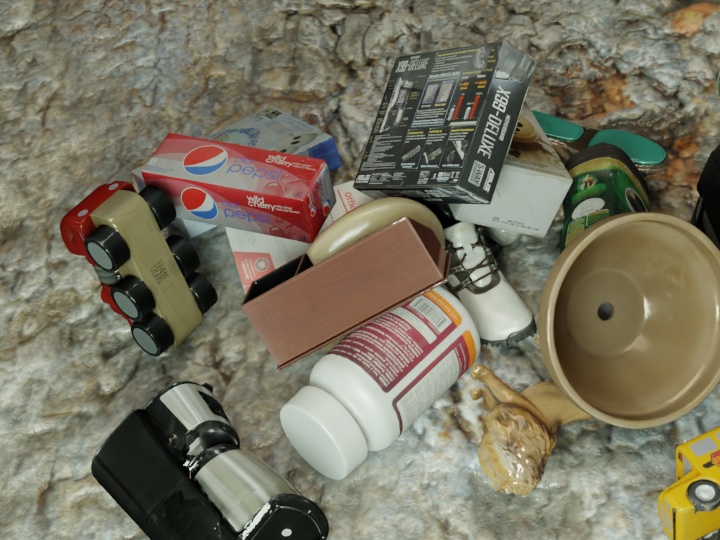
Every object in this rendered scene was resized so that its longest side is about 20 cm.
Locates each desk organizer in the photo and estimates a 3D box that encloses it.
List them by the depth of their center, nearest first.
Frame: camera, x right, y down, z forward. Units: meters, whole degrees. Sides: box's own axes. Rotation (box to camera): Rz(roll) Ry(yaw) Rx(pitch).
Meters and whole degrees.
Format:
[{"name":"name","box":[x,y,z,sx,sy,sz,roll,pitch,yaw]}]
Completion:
[{"name":"desk organizer","box":[-0.015,0.012,1.457,0.199,0.077,0.072,-28,16,16]}]

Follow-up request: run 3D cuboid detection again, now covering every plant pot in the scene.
[{"name":"plant pot","box":[0.253,0.044,1.406,0.199,0.203,0.093,-23,10,-13]}]

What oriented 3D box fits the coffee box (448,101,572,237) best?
[{"name":"coffee box","box":[0.139,-0.134,1.611,0.112,0.080,0.201,10,34,-24]}]

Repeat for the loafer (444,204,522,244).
[{"name":"loafer","box":[0.106,-0.091,1.674,0.200,0.070,0.070,42,42,24]}]

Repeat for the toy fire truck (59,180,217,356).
[{"name":"toy fire truck","box":[-0.264,-0.021,1.611,0.199,0.177,0.129,12,47,43]}]

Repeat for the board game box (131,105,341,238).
[{"name":"board game box","box":[-0.149,-0.120,1.726,0.197,0.044,0.200,-26,25,-15]}]

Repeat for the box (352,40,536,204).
[{"name":"box","box":[0.084,-0.151,1.538,0.199,0.049,0.159,3,71,57]}]

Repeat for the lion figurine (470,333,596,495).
[{"name":"lion figurine","box":[0.183,0.131,1.424,0.199,0.073,0.123,-28,55,-24]}]

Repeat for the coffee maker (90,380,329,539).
[{"name":"coffee maker","box":[-0.160,0.225,1.351,0.191,0.136,0.200,-33,47,-21]}]

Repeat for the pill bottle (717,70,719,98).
[{"name":"pill bottle","box":[0.467,-0.158,1.629,0.112,0.114,0.201,-6,44,5]}]

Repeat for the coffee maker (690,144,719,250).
[{"name":"coffee maker","box":[0.410,-0.037,1.449,0.133,0.193,0.201,-16,42,6]}]

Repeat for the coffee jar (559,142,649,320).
[{"name":"coffee jar","box":[0.258,-0.038,1.554,0.085,0.104,0.201,-22,37,28]}]

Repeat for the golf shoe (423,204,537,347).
[{"name":"golf shoe","box":[0.113,0.001,1.554,0.077,0.095,0.200,-27,47,-21]}]

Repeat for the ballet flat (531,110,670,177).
[{"name":"ballet flat","box":[0.260,-0.130,1.677,0.198,0.068,0.068,22,45,30]}]

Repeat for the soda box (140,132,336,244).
[{"name":"soda box","box":[-0.130,-0.089,1.568,0.198,0.064,0.070,11,47,22]}]

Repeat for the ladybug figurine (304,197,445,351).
[{"name":"ladybug figurine","box":[0.000,0.000,1.543,0.200,0.136,0.072,-42,28,10]}]

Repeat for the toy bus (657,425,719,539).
[{"name":"toy bus","box":[0.358,0.178,1.340,0.198,0.066,0.079,-23,44,-11]}]

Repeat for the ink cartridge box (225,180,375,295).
[{"name":"ink cartridge box","box":[-0.041,-0.026,1.634,0.198,0.068,0.117,-18,44,-4]}]

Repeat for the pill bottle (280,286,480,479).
[{"name":"pill bottle","box":[0.019,0.107,1.453,0.109,0.110,0.200,28,56,34]}]
